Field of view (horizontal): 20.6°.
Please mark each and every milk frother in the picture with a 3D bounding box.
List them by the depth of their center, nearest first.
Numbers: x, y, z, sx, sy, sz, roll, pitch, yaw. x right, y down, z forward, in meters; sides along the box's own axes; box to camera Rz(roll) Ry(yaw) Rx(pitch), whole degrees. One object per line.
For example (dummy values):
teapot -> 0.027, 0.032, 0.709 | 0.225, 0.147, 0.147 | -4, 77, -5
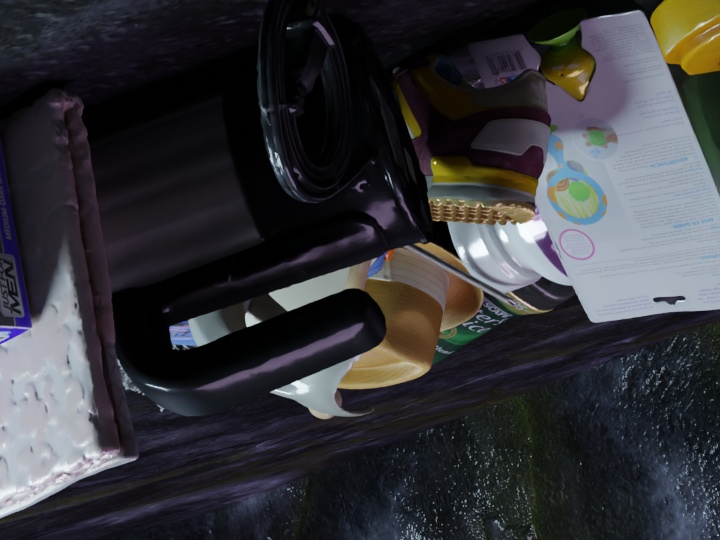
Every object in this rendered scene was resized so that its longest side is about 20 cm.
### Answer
milk frother -> -0.077, -0.051, 0.998 | 0.187, 0.181, 0.201 | -19, 129, 9

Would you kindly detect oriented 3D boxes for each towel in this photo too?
towel -> -0.195, 0.031, 1.005 | 0.199, 0.193, 0.032 | -25, 160, 37

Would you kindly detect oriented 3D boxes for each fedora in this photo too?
fedora -> -0.003, 0.039, 1.530 | 0.199, 0.082, 0.201 | 2, 153, 1

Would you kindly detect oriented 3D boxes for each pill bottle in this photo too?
pill bottle -> 0.155, -0.057, 1.256 | 0.199, 0.113, 0.112 | -25, 168, 34

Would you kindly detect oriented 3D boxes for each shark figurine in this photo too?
shark figurine -> -0.071, 0.012, 1.164 | 0.127, 0.090, 0.215 | -6, -151, -12

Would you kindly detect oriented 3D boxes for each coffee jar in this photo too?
coffee jar -> 0.092, 0.004, 1.621 | 0.104, 0.086, 0.200 | 38, 141, -20

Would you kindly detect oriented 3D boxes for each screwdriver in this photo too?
screwdriver -> 0.016, -0.022, 1.258 | 0.199, 0.028, 0.029 | 30, 154, -23

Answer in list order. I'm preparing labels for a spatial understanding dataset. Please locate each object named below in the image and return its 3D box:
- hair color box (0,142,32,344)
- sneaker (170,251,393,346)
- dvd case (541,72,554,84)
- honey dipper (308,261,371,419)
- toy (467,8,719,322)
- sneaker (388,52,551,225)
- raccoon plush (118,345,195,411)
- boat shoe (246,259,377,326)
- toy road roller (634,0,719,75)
hair color box -> -0.256, 0.009, 0.999 | 0.199, 0.110, 0.065 | -25, 161, 39
sneaker -> -0.070, -0.011, 1.394 | 0.199, 0.076, 0.079 | -24, 163, -9
dvd case -> 0.166, -0.119, 1.319 | 0.142, 0.018, 0.199 | -23, 170, 32
honey dipper -> 0.000, 0.000, 1.225 | 0.038, 0.202, 0.038 | 14, -165, -4
toy -> 0.153, -0.065, 1.149 | 0.114, 0.201, 0.047 | -7, -144, 36
sneaker -> 0.022, -0.080, 1.142 | 0.199, 0.091, 0.075 | 8, 173, 33
raccoon plush -> -0.145, 0.028, 1.456 | 0.200, 0.097, 0.134 | -39, 152, 28
boat shoe -> -0.022, -0.016, 1.310 | 0.200, 0.073, 0.063 | -42, -179, 18
toy road roller -> 0.230, -0.135, 0.954 | 0.199, 0.147, 0.123 | -12, 169, -30
